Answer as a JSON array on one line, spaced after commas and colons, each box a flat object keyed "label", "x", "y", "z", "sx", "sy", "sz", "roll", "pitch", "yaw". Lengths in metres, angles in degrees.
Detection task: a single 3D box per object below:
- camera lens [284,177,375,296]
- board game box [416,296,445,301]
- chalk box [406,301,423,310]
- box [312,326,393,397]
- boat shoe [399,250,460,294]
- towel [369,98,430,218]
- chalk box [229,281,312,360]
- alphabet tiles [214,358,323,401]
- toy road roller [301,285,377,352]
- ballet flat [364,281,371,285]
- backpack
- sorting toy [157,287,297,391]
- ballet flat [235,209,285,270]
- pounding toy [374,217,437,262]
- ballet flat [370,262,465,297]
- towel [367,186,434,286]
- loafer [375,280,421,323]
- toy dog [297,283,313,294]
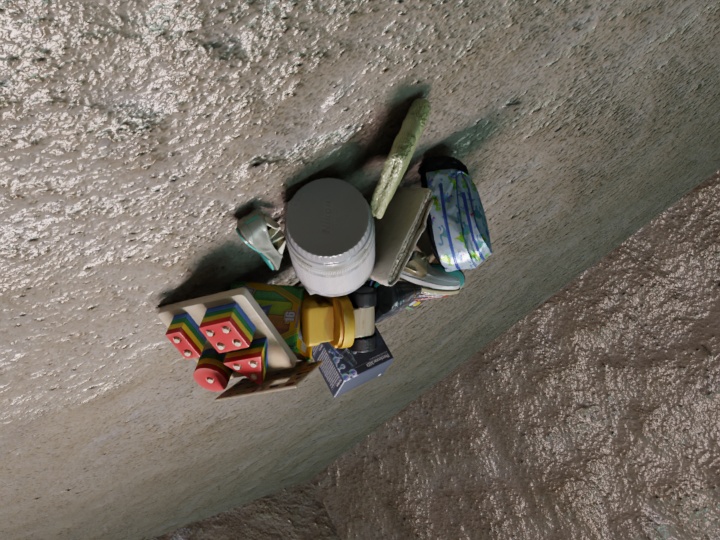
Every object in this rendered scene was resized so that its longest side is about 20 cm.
[{"label": "camera lens", "x": -0.052, "y": -0.055, "z": 1.496, "sx": 0.158, "sy": 0.161, "sz": 0.201, "roll": -28, "pitch": 162, "yaw": -9}, {"label": "board game box", "x": 0.097, "y": 0.021, "z": 1.907, "sx": 0.196, "sy": 0.105, "sz": 0.019, "roll": -8, "pitch": 165, "yaw": 8}, {"label": "chalk box", "x": 0.120, "y": 0.008, "z": 1.997, "sx": 0.198, "sy": 0.125, "sz": 0.125, "roll": -33, "pitch": 163, "yaw": 10}, {"label": "box", "x": -0.038, "y": 0.178, "z": 2.053, "sx": 0.147, "sy": 0.202, "sz": 0.107, "roll": -22, "pitch": 160, "yaw": -27}, {"label": "boat shoe", "x": 0.107, "y": -0.004, "z": 1.661, "sx": 0.075, "sy": 0.196, "sz": 0.070, "roll": -96, "pitch": -161, "yaw": -76}, {"label": "towel", "x": 0.064, "y": -0.188, "z": 1.437, "sx": 0.201, "sy": 0.036, "sz": 0.150, "roll": 113, "pitch": 2, "yaw": -63}, {"label": "chalk box", "x": -0.198, "y": 0.100, "z": 1.659, "sx": 0.196, "sy": 0.127, "sz": 0.124, "roll": 3, "pitch": 163, "yaw": 11}, {"label": "alphabet tiles", "x": -0.167, "y": 0.206, "z": 1.616, "sx": 0.164, "sy": 0.008, "sz": 0.200, "roll": -12, "pitch": -174, "yaw": 17}, {"label": "toy road roller", "x": -0.058, "y": 0.079, "z": 1.626, "sx": 0.144, "sy": 0.125, "sz": 0.200, "roll": -6, "pitch": -163, "yaw": -23}, {"label": "ballet flat", "x": 0.000, "y": 0.000, "z": 1.732, "sx": 0.056, "sy": 0.067, "sz": 0.203, "roll": 18, "pitch": 110, "yaw": -13}, {"label": "backpack", "x": 0.183, "y": -0.100, "z": 1.634, "sx": 0.151, "sy": 0.204, "sz": 0.163, "roll": 4, "pitch": 165, "yaw": 13}, {"label": "sorting toy", "x": -0.251, "y": 0.142, "z": 1.550, "sx": 0.197, "sy": 0.070, "sz": 0.200, "roll": -13, "pitch": 129, "yaw": 26}, {"label": "ballet flat", "x": -0.162, "y": -0.052, "z": 1.483, "sx": 0.063, "sy": 0.068, "sz": 0.200, "roll": -38, "pitch": 162, "yaw": -2}, {"label": "pounding toy", "x": 0.122, "y": -0.077, "z": 1.801, "sx": 0.199, "sy": 0.142, "sz": 0.185, "roll": -36, "pitch": 164, "yaw": -24}, {"label": "ballet flat", "x": 0.116, "y": 0.023, "z": 1.738, "sx": 0.196, "sy": 0.073, "sz": 0.072, "roll": -7, "pitch": 159, "yaw": -4}, {"label": "towel", "x": 0.062, "y": -0.068, "z": 1.595, "sx": 0.034, "sy": 0.132, "sz": 0.202, "roll": 33, "pitch": 79, "yaw": -31}, {"label": "loafer", "x": 0.051, "y": 0.063, "z": 1.641, "sx": 0.071, "sy": 0.074, "sz": 0.199, "roll": -8, "pitch": 175, "yaw": -24}, {"label": "toy dog", "x": -0.104, "y": 0.067, "z": 1.828, "sx": 0.199, "sy": 0.097, "sz": 0.132, "roll": -36, "pitch": 161, "yaw": 13}]
